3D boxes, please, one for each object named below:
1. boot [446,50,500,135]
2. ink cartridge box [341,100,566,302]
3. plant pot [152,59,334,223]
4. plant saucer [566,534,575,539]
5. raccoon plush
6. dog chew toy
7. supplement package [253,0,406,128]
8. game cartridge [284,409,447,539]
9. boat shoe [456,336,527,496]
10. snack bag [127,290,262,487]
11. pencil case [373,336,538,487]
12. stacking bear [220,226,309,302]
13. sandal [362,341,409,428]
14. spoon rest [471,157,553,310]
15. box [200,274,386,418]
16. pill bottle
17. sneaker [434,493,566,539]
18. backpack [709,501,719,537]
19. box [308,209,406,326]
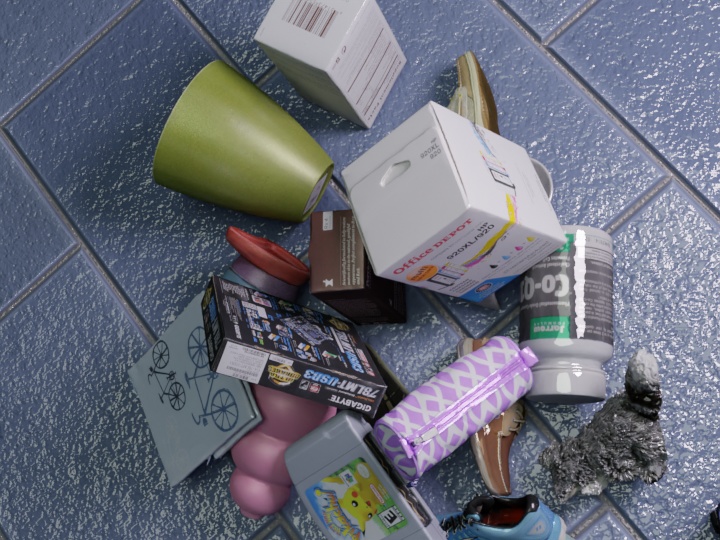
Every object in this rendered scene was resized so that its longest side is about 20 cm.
[{"bbox_3d":[0.103,-0.187,1.383,0.154,0.072,0.201,-17,60,22],"label":"boot"},{"bbox_3d":[0.107,-0.072,1.207,0.147,0.200,0.145,-36,58,30],"label":"ink cartridge box"},{"bbox_3d":[-0.142,-0.151,1.401,0.199,0.187,0.188,29,85,5],"label":"plant pot"},{"bbox_3d":[0.189,0.389,1.212,0.200,0.039,0.202,-8,61,15],"label":"plant saucer"},{"bbox_3d":[0.269,0.177,1.201,0.133,0.097,0.201,-14,117,-1],"label":"raccoon plush"},{"bbox_3d":[-0.107,0.214,1.320,0.124,0.124,0.201,19,90,19],"label":"dog chew toy"},{"bbox_3d":[-0.034,-0.290,1.377,0.117,0.200,0.118,27,85,20],"label":"supplement package"},{"bbox_3d":[0.001,0.269,1.226,0.133,0.040,0.200,-38,87,37],"label":"game cartridge"},{"bbox_3d":[0.166,0.175,1.276,0.071,0.076,0.201,-11,76,10],"label":"boat shoe"},{"bbox_3d":[-0.215,0.158,1.336,0.200,0.021,0.189,-43,61,32],"label":"snack bag"},{"bbox_3d":[0.106,0.153,1.190,0.200,0.086,0.084,-35,80,-24],"label":"pencil case"},{"bbox_3d":[-0.158,0.062,1.379,0.114,0.121,0.201,33,96,28],"label":"stacking bear"},{"bbox_3d":[0.034,0.172,1.326,0.080,0.057,0.201,-35,55,8],"label":"sandal"},{"bbox_3d":[0.183,-0.054,1.333,0.099,0.061,0.201,13,81,20],"label":"spoon rest"},{"bbox_3d":[-0.085,0.087,1.238,0.198,0.200,0.050,21,104,-19],"label":"box"},{"bbox_3d":[0.247,0.055,1.260,0.112,0.113,0.201,-1,76,15],"label":"pill bottle"},{"bbox_3d":[0.134,0.292,1.225,0.199,0.090,0.079,-16,35,25],"label":"sneaker"},{"bbox_3d":[0.501,0.299,1.114,0.199,0.147,0.184,-20,74,7],"label":"backpack"},{"bbox_3d":[0.000,0.000,1.295,0.075,0.200,0.101,-5,75,17],"label":"box"}]
